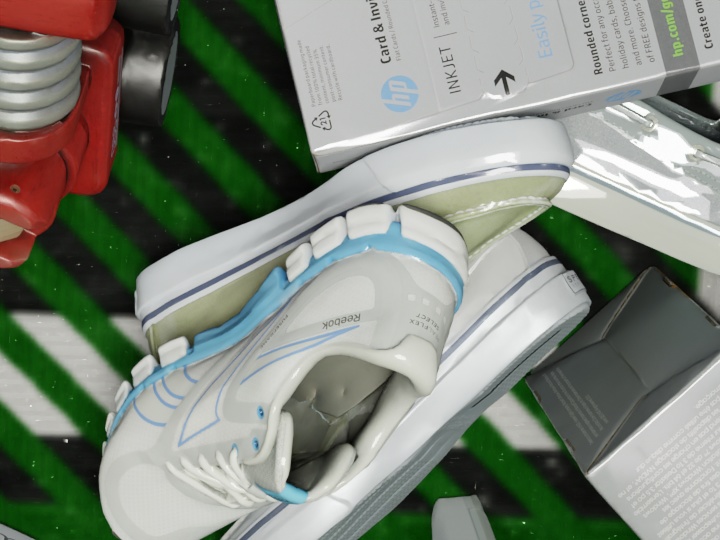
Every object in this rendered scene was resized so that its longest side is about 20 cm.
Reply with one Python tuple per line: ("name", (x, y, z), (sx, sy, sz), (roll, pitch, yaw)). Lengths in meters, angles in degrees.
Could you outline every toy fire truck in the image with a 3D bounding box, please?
("toy fire truck", (-0.139, -0.074, 0.720), (0.128, 0.200, 0.176), (11, 136, -2))

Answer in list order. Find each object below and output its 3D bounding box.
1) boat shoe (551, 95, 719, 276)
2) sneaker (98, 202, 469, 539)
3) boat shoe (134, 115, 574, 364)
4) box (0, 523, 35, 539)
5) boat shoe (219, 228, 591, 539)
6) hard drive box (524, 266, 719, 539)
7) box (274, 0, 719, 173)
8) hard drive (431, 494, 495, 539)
("boat shoe", (0.151, -0.039, 0.825), (0.201, 0.070, 0.072), (20, 106, -3))
("sneaker", (-0.038, 0.060, 0.758), (0.075, 0.087, 0.200), (30, 128, -22))
("boat shoe", (0.000, 0.000, 0.803), (0.200, 0.072, 0.062), (-24, 72, 27))
("box", (-0.097, 0.203, 0.810), (0.200, 0.176, 0.097), (27, 99, -8))
("boat shoe", (0.005, 0.056, 0.849), (0.200, 0.074, 0.067), (-42, 75, 5))
("hard drive box", (0.168, 0.107, 0.813), (0.077, 0.156, 0.200), (-42, 101, 5))
("box", (0.062, -0.136, 0.791), (0.200, 0.041, 0.156), (-13, 80, -1))
("hard drive", (0.051, 0.183, 0.800), (0.026, 0.200, 0.132), (-4, 102, -2))
